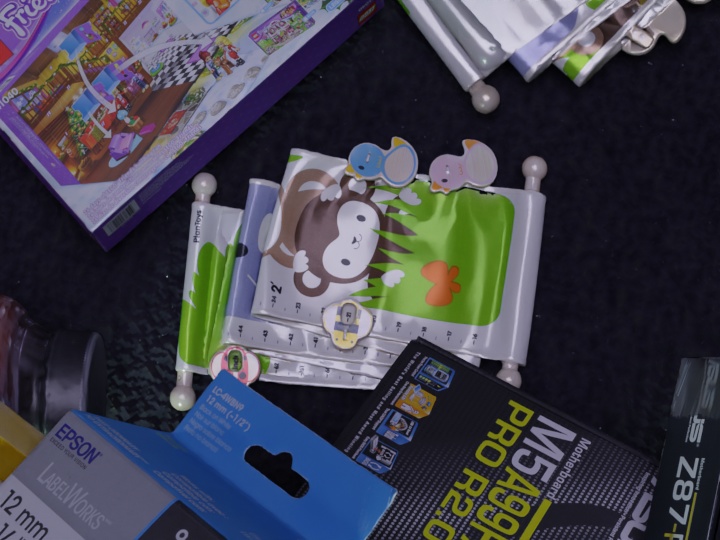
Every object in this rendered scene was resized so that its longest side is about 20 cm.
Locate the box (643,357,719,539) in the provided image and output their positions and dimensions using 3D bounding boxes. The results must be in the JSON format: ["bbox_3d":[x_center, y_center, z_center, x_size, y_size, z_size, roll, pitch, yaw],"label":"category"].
[{"bbox_3d":[0.218,0.146,1.029,0.199,0.049,0.163,23,75,-33],"label":"box"}]

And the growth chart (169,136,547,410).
[{"bbox_3d":[0.000,0.000,1.133,0.198,0.018,0.146,-1,78,1],"label":"growth chart"}]

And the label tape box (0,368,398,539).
[{"bbox_3d":[-0.100,0.130,0.941,0.200,0.066,0.143,-49,44,-9],"label":"label tape box"}]

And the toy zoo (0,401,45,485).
[{"bbox_3d":[-0.218,0.108,1.036,0.199,0.131,0.021,-17,43,19],"label":"toy zoo"}]

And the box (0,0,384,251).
[{"bbox_3d":[-0.105,-0.127,1.142,0.200,0.039,0.137,-41,74,-6],"label":"box"}]

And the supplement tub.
[{"bbox_3d":[-0.229,0.062,1.082,0.198,0.107,0.108,2,79,1],"label":"supplement tub"}]

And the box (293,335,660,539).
[{"bbox_3d":[0.046,0.138,1.011,0.159,0.044,0.200,27,47,14],"label":"box"}]

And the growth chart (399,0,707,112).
[{"bbox_3d":[0.113,-0.172,1.155,0.199,0.018,0.145,-30,80,-4],"label":"growth chart"}]
